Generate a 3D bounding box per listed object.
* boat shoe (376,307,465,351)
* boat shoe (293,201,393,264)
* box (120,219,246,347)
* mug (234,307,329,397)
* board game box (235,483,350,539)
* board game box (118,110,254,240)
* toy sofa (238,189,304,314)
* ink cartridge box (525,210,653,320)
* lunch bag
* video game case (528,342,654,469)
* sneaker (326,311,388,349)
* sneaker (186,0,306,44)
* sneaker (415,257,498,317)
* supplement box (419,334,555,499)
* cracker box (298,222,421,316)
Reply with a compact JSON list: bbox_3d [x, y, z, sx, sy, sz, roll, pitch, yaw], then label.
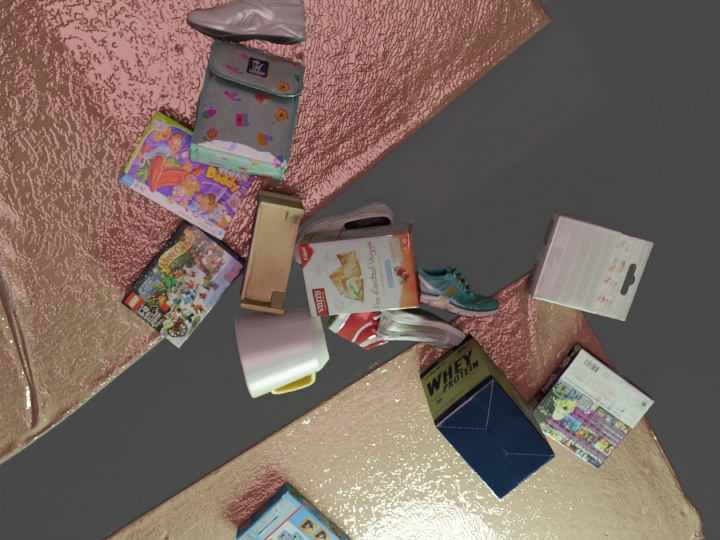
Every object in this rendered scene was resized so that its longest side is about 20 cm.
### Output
[{"bbox_3d":[0.111,0.109,1.535,0.199,0.074,0.066,17,98,-42],"label":"boat shoe"},{"bbox_3d":[-0.033,-0.064,1.501,0.197,0.066,0.075,-28,108,4],"label":"boat shoe"},{"bbox_3d":[-0.318,0.021,1.520,0.136,0.038,0.201,38,101,-15],"label":"box"},{"bbox_3d":[-0.137,0.139,1.533,0.149,0.187,0.153,-14,81,-3],"label":"mug"},{"bbox_3d":[-0.131,0.548,1.702,0.151,0.037,0.200,-42,105,9],"label":"board game box"},{"bbox_3d":[-0.294,-0.161,1.442,0.197,0.045,0.137,29,86,-13],"label":"board game box"},{"bbox_3d":[-0.159,-0.035,1.480,0.081,0.098,0.205,9,107,-13],"label":"toy sofa"},{"bbox_3d":[0.425,-0.008,1.569,0.195,0.050,0.164,13,106,-13],"label":"ink cartridge box"},{"bbox_3d":[-0.184,-0.269,1.388,0.166,0.122,0.205,13,80,-9],"label":"lunch bag"},{"bbox_3d":[0.448,0.270,1.660,0.198,0.036,0.183,33,102,-13],"label":"video game case"},{"bbox_3d":[0.036,0.054,1.541,0.111,0.072,0.201,33,110,-9],"label":"sneaker"},{"bbox_3d":[-0.186,-0.419,1.384,0.195,0.070,0.083,1,93,-8],"label":"sneaker"},{"bbox_3d":[0.168,0.035,1.547,0.196,0.078,0.081,18,97,-10],"label":"sneaker"},{"bbox_3d":[0.229,0.265,1.555,0.133,0.200,0.201,-38,107,8],"label":"supplement box"},{"bbox_3d":[0.000,0.000,1.456,0.195,0.058,0.137,-6,110,12],"label":"cracker box"}]
